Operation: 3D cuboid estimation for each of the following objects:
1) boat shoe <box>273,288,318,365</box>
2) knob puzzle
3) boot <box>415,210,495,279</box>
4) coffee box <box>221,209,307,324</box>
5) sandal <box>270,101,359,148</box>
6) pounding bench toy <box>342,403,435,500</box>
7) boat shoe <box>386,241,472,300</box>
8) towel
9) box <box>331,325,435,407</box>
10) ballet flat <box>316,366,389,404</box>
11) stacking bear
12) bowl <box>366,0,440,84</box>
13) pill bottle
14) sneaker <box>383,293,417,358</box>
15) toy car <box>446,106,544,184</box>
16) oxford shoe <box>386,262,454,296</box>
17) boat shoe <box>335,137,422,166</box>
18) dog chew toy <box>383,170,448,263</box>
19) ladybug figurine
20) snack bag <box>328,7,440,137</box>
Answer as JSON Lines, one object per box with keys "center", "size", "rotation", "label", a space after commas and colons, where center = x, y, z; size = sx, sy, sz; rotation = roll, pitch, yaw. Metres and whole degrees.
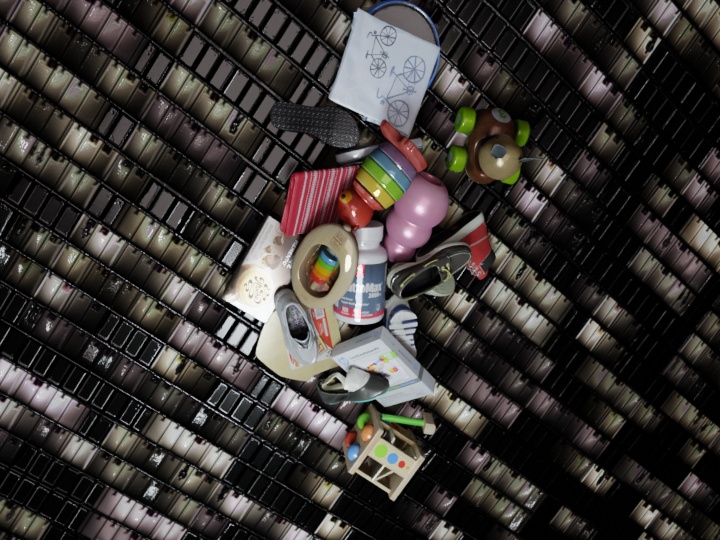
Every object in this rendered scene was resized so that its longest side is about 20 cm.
{"center": [-0.129, 0.134, 1.182], "size": [0.070, 0.069, 0.206], "rotation": [-19, 122, -15], "label": "boat shoe"}
{"center": [-0.143, 0.154, 1.250], "size": [0.211, 0.030, 0.229], "rotation": [-5, 105, -16], "label": "knob puzzle"}
{"center": [0.221, -0.023, 1.242], "size": [0.197, 0.072, 0.148], "rotation": [-32, 111, -20], "label": "boot"}
{"center": [-0.199, -0.009, 1.184], "size": [0.111, 0.080, 0.204], "rotation": [30, 97, -16], "label": "coffee box"}
{"center": [-0.092, -0.308, 1.156], "size": [0.193, 0.045, 0.078], "rotation": [15, 96, 2], "label": "sandal"}
{"center": [0.065, 0.390, 1.301], "size": [0.154, 0.124, 0.203], "rotation": [35, 96, -15], "label": "pounding bench toy"}
{"center": [0.154, 0.005, 1.155], "size": [0.195, 0.061, 0.073], "rotation": [-24, 129, -9], "label": "boat shoe"}
{"center": [-0.069, -0.147, 1.132], "size": [0.195, 0.023, 0.148], "rotation": [-15, 138, -37], "label": "towel"}
{"center": [0.053, 0.221, 1.245], "size": [0.153, 0.042, 0.200], "rotation": [-24, 120, 37], "label": "box"}
{"center": [-0.026, 0.259, 1.238], "size": [0.196, 0.069, 0.069], "rotation": [-20, 116, 36], "label": "ballet flat"}
{"center": [0.031, -0.171, 1.101], "size": [0.201, 0.122, 0.113], "rotation": [-47, 140, 6], "label": "stacking bear"}
{"center": [0.074, -0.451, 1.147], "size": [0.192, 0.039, 0.209], "rotation": [-2, 104, -9], "label": "bowl"}
{"center": [0.000, 0.000, 1.197], "size": [0.115, 0.120, 0.208], "rotation": [0, 106, -9], "label": "pill bottle"}
{"center": [0.086, 0.124, 1.268], "size": [0.077, 0.117, 0.204], "rotation": [-2, 133, -7], "label": "sneaker"}
{"center": [0.291, -0.255, 1.147], "size": [0.158, 0.200, 0.164], "rotation": [9, 102, -12], "label": "toy car"}
{"center": [0.135, 0.019, 1.251], "size": [0.194, 0.057, 0.078], "rotation": [7, 73, -34], "label": "oxford shoe"}
{"center": [0.044, -0.236, 1.183], "size": [0.193, 0.070, 0.069], "rotation": [-13, 105, -14], "label": "boat shoe"}
{"center": [0.109, -0.108, 1.196], "size": [0.121, 0.126, 0.204], "rotation": [20, 116, -13], "label": "dog chew toy"}
{"center": [-0.065, -0.014, 1.117], "size": [0.135, 0.072, 0.202], "rotation": [43, 122, 8], "label": "ladybug figurine"}
{"center": [0.046, -0.396, 1.124], "size": [0.194, 0.021, 0.195], "rotation": [18, 99, -14], "label": "snack bag"}
